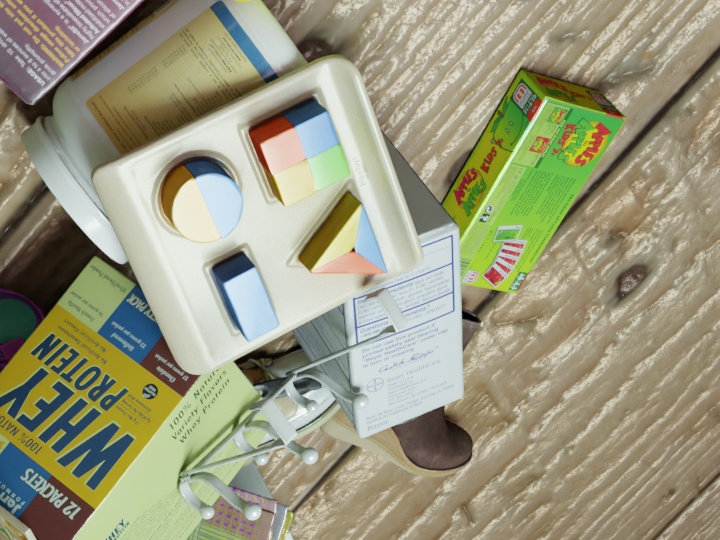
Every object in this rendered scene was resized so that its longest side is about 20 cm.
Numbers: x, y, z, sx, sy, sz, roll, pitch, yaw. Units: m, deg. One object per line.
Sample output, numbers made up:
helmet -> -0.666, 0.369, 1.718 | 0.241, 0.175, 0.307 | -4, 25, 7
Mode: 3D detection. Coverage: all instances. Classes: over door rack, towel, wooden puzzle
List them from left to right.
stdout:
towel -> -0.167, 0.246, 1.466 | 0.023, 0.199, 0.144 | -19, 124, -72
wooden puzzle -> -0.065, -0.032, 1.154 | 0.200, 0.046, 0.186 | -25, 122, -7
over door rack -> -0.047, 0.113, 1.237 | 0.148, 0.067, 0.200 | -44, 179, -34

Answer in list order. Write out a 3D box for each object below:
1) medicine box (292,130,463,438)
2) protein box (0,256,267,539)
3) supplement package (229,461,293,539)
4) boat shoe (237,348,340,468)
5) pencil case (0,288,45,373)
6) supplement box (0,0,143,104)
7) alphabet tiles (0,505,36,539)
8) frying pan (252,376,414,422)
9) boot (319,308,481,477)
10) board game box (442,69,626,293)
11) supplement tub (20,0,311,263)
medicine box -> 0.000, 0.000, 1.356 | 0.103, 0.182, 0.200 | -20, 135, -17
protein box -> -0.195, 0.132, 1.304 | 0.199, 0.135, 0.200 | -52, 160, -10
supplement package -> -0.115, 0.297, 1.595 | 0.117, 0.117, 0.200 | -27, 136, -9
boat shoe -> -0.088, 0.118, 1.484 | 0.200, 0.075, 0.068 | -35, 132, -10
pencil case -> -0.312, 0.115, 1.332 | 0.085, 0.092, 0.200 | -4, 130, -29
supplement box -> -0.177, -0.216, 1.093 | 0.200, 0.110, 0.086 | -42, 109, 8
alphabet tiles -> -0.278, 0.200, 1.245 | 0.006, 0.200, 0.167 | -47, 153, -24
frying pan -> -0.008, 0.105, 1.462 | 0.190, 0.115, 0.031 | -36, 175, -16
boot -> 0.072, 0.113, 1.580 | 0.200, 0.072, 0.167 | 19, 117, -37
board game box -> 0.143, -0.077, 1.476 | 0.101, 0.048, 0.200 | 9, 122, -37
supplement tub -> -0.133, -0.113, 1.203 | 0.200, 0.145, 0.145 | -37, 137, 3
